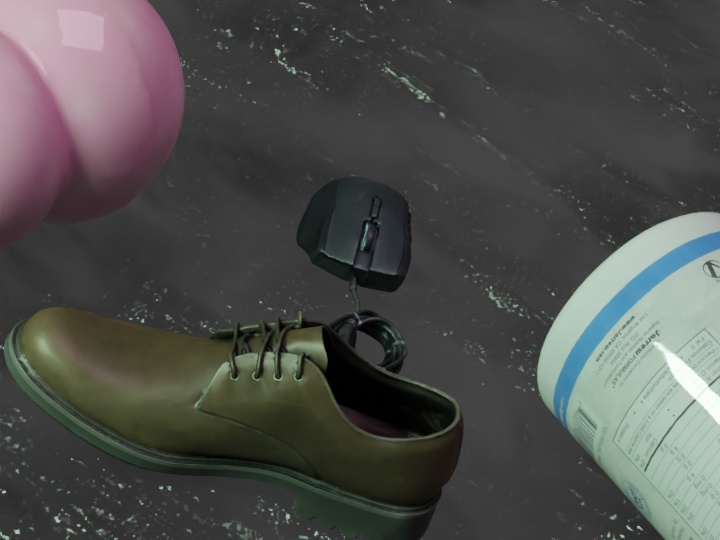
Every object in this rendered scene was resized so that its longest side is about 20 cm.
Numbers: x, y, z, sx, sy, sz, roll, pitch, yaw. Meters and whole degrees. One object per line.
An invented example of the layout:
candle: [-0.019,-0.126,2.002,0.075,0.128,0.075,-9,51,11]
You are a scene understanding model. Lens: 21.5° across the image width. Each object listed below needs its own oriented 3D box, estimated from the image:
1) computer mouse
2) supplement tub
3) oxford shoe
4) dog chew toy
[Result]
computer mouse: [0.000,0.000,0.925,0.058,0.034,0.200,20,26,-10]
supplement tub: [0.188,0.080,0.876,0.132,0.132,0.200,-10,47,-42]
oxford shoe: [-0.050,0.045,0.806,0.199,0.085,0.073,16,35,-12]
dog chew toy: [-0.172,-0.064,0.848,0.124,0.125,0.200,39,43,19]
